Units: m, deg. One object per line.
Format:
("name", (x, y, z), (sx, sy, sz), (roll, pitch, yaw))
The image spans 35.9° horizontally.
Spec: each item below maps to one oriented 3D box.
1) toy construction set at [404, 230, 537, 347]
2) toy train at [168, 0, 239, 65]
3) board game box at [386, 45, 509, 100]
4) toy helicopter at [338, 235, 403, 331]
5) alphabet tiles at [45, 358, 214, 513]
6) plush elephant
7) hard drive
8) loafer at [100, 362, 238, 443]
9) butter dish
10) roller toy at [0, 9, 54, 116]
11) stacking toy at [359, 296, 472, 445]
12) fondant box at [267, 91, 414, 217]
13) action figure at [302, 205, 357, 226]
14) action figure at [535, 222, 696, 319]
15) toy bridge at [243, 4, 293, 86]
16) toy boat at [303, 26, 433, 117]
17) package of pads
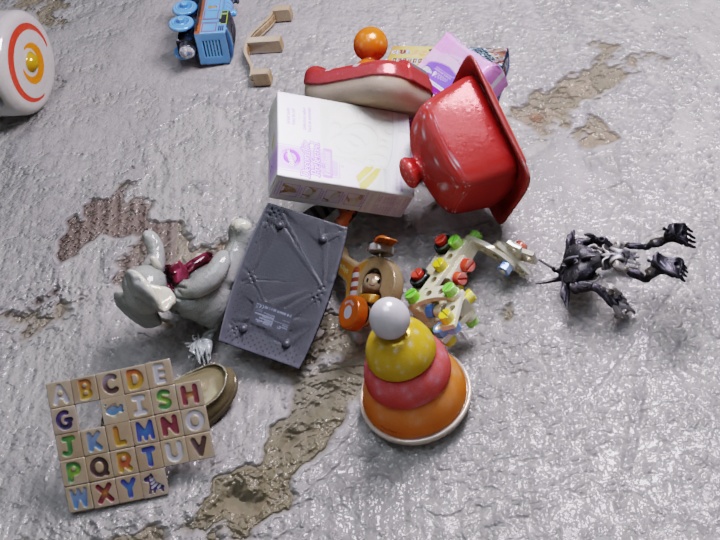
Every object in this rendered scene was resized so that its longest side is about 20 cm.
("toy construction set", (0.138, 0.011, 1.479), (0.200, 0.093, 0.131), (-39, 26, -28))
("toy train", (-0.279, -0.452, 2.006), (0.113, 0.087, 0.201), (-2, 47, 2))
("board game box", (0.131, -0.306, 1.795), (0.198, 0.035, 0.136), (6, 52, 20))
("toy helicopter", (0.000, 0.000, 1.519), (0.200, 0.078, 0.133), (38, 109, 55))
("alphabet tiles", (-0.290, 0.207, 1.413), (0.198, 0.008, 0.169), (-12, 87, 3))
("plush elephant", (-0.259, 0.016, 1.530), (0.164, 0.154, 0.201), (-27, 45, 57))
("hard drive", (-0.101, 0.022, 1.508), (0.134, 0.042, 0.201), (17, 84, 13))
("loafer", (-0.253, 0.181, 1.455), (0.199, 0.068, 0.076), (-32, 50, -11))
("butter dish", (0.123, -0.156, 1.513), (0.147, 0.200, 0.201), (-21, 78, -10))
("roller toy", (-0.629, -0.364, 1.958), (0.139, 0.200, 0.184), (0, 85, 16))
("stacking toy", (0.054, 0.105, 1.347), (0.145, 0.201, 0.147), (-7, 49, 8))
("fondant box", (-0.028, -0.162, 1.560), (0.198, 0.058, 0.145), (7, 59, -16))
("action figure", (-0.039, -0.136, 1.635), (0.200, 0.105, 0.193), (46, 46, 14))
("action figure", (0.330, 0.000, 1.435), (0.199, 0.102, 0.120), (-13, 50, 41))
("toy bridge", (-0.170, -0.401, 1.965), (0.067, 0.027, 0.201), (-2, 49, 15))
("toy boat", (0.010, -0.293, 1.631), (0.199, 0.130, 0.132), (-2, 78, 37))
("package of pads", (0.116, -0.254, 1.689), (0.200, 0.076, 0.120), (-48, 51, 1))
